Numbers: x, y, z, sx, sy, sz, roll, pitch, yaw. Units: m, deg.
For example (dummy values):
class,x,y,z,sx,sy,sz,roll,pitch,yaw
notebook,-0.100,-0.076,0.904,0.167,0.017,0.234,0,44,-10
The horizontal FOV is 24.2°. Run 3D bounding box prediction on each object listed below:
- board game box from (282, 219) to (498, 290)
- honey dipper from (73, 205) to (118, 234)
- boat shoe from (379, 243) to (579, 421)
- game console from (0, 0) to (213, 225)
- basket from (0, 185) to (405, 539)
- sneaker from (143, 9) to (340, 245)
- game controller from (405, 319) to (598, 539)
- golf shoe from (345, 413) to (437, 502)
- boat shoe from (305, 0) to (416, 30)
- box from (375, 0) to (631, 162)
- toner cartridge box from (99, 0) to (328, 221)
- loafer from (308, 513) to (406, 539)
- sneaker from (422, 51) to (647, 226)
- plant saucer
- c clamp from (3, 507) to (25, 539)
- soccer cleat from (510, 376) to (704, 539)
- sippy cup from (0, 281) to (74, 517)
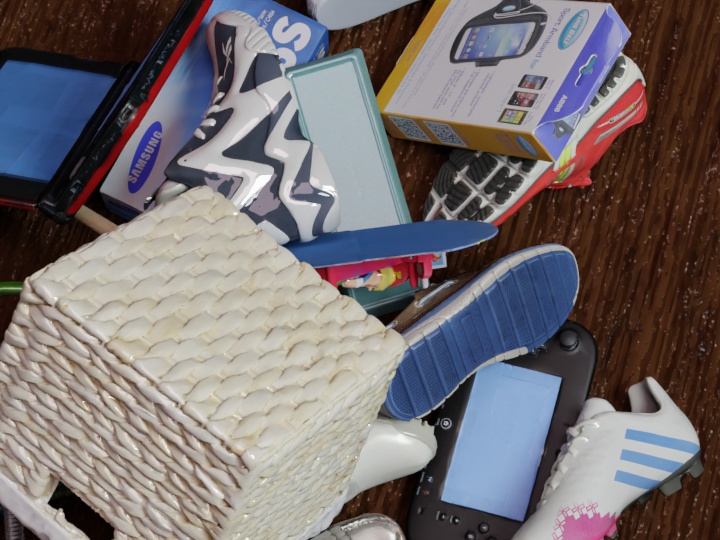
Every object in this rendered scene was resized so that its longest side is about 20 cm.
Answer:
class,x,y,z,sx,sy,sz,roll,pitch,yaw
board game box,0.000,0.000,1.179,0.198,0.158,0.039,-7,99,-2
honey dipper,-0.149,-0.009,1.188,0.199,0.038,0.038,29,74,22
boat shoe,0.070,0.033,1.196,0.199,0.072,0.073,-28,114,-30
game console,-0.214,-0.138,1.223,0.118,0.172,0.201,34,38,-11
basket,-0.105,0.082,1.048,0.198,0.161,0.200,37,34,14
sneaker,-0.107,-0.094,1.217,0.129,0.080,0.200,-20,70,-11
game controller,0.103,0.123,1.216,0.103,0.042,0.201,16,72,5
golf shoe,-0.039,0.161,1.179,0.198,0.078,0.098,-13,55,5
boat shoe,0.043,-0.252,1.332,0.199,0.070,0.067,-22,60,-6
box,0.109,-0.145,1.247,0.199,0.041,0.120,16,68,46
toner cartridge box,-0.110,-0.118,1.296,0.094,0.043,0.201,25,74,9
loafer,-0.049,0.237,1.167,0.199,0.063,0.072,-34,75,-10
sneaker,0.138,-0.079,1.267,0.200,0.085,0.077,-40,47,7
plant saucer,-0.004,-0.065,1.267,0.069,0.019,0.202,-16,87,-5
c clamp,-0.212,0.174,1.139,0.170,0.027,0.202,-16,115,-26
soccer cleat,0.157,0.142,1.168,0.199,0.070,0.087,-28,88,-39
sippy cup,-0.232,0.108,1.183,0.129,0.179,0.140,-5,42,-13
